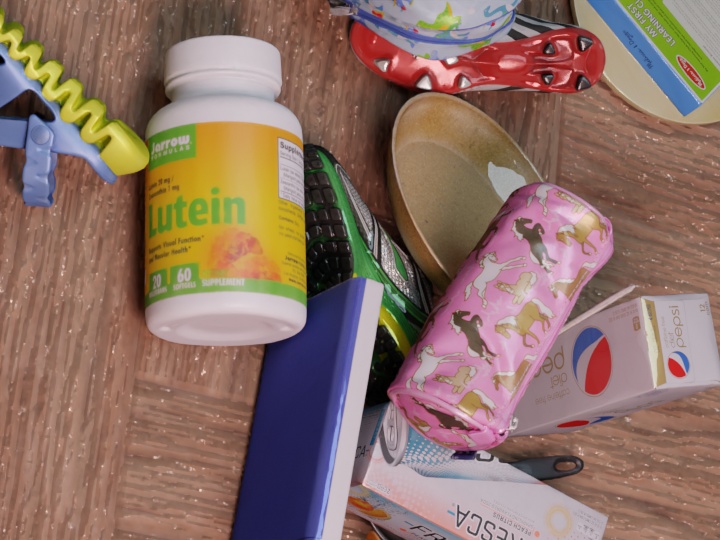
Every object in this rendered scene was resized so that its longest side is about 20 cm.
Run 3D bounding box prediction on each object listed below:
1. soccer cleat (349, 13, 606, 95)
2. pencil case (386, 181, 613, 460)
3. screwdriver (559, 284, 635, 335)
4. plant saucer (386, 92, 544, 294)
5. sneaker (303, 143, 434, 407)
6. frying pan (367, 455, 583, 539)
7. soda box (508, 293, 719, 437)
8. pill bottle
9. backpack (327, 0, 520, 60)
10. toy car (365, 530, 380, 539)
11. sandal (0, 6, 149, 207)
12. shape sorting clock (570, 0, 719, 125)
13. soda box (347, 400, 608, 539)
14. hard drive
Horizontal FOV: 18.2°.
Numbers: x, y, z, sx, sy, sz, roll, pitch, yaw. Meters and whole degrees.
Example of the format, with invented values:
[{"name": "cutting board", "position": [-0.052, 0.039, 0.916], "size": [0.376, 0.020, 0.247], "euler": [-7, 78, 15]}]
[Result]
[{"name": "soccer cleat", "position": [0.089, -0.170, 1.724], "size": [0.200, 0.085, 0.069], "euler": [3, 101, -7]}, {"name": "pencil case", "position": [0.100, 0.031, 1.545], "size": [0.086, 0.083, 0.200], "euler": [40, 64, -17]}, {"name": "screwdriver", "position": [0.123, 0.052, 1.601], "size": [0.029, 0.200, 0.028], "euler": [4, 63, -36]}, {"name": "plant saucer", "position": [0.082, -0.037, 1.666], "size": [0.200, 0.035, 0.200], "euler": [32, 40, -32]}, {"name": "sneaker", "position": [0.000, 0.000, 1.626], "size": [0.085, 0.078, 0.200], "euler": [-29, 94, -47]}, {"name": "frying pan", "position": [0.070, 0.139, 1.643], "size": [0.190, 0.031, 0.115], "euler": [-30, 95, -35]}, {"name": "soda box", "position": [0.173, 0.071, 1.622], "size": [0.064, 0.200, 0.068], "euler": [-2, 77, -31]}, {"name": "pill bottle", "position": [-0.094, -0.055, 1.554], "size": [0.111, 0.111, 0.200], "euler": [6, 73, -29]}, {"name": "backpack", "position": [0.038, -0.244, 1.640], "size": [0.163, 0.200, 0.154], "euler": [-21, 117, -33]}, {"name": "toy car", "position": [0.061, 0.262, 1.535], "size": [0.184, 0.177, 0.200], "euler": [-34, 82, -21]}, {"name": "sandal", "position": [-0.239, -0.118, 1.512], "size": [0.087, 0.079, 0.200], "euler": [-45, 91, 4]}, {"name": "shape sorting clock", "position": [0.261, -0.216, 1.849], "size": [0.200, 0.039, 0.200], "euler": [7, 73, -24]}, {"name": "soda box", "position": [0.075, 0.167, 1.588], "size": [0.200, 0.064, 0.068], "euler": [29, 65, -22]}, {"name": "hard drive", "position": [-0.040, 0.114, 1.526], "size": [0.025, 0.132, 0.200], "euler": [19, 67, -24]}]
